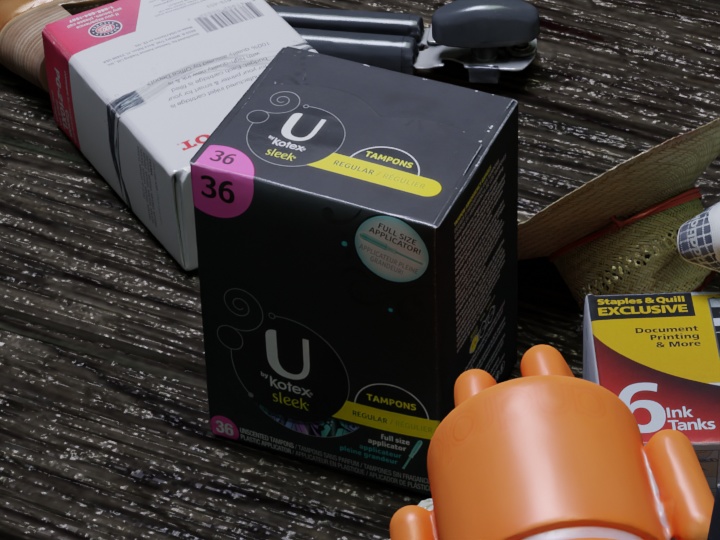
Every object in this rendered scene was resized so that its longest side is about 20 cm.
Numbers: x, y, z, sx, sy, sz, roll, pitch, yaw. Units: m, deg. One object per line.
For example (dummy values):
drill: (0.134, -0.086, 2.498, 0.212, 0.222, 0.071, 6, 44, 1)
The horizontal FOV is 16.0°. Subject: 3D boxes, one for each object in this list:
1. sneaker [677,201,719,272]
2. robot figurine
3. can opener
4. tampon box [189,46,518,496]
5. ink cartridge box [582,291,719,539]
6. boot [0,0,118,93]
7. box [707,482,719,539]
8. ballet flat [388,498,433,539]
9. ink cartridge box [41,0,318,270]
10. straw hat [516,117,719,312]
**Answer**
sneaker: (0.257, -0.017, 1.516, 0.080, 0.200, 0.077, -17, 72, 26)
robot figurine: (0.095, 0.135, 1.298, 0.143, 0.117, 0.200, 5, 46, -17)
can opener: (0.025, -0.169, 1.768, 0.199, 0.067, 0.053, 5, 39, 8)
tampon box: (0.000, 0.000, 1.461, 0.150, 0.200, 0.126, 14, 42, 19)
ink cartridge box: (0.228, 0.067, 1.460, 0.199, 0.084, 0.176, -2, 38, 0)
boot: (-0.183, -0.203, 1.819, 0.200, 0.074, 0.155, -21, 39, -26)
box: (0.242, 0.159, 1.257, 0.157, 0.200, 0.051, -17, 47, -17)
ballet flat: (0.031, 0.163, 1.368, 0.069, 0.070, 0.200, 27, 47, 31)
ink cartridge box: (-0.100, -0.103, 1.680, 0.144, 0.085, 0.200, -21, 42, -22)
straw hat: (0.166, -0.012, 1.549, 0.201, 0.201, 0.085, -24, 82, -24)
